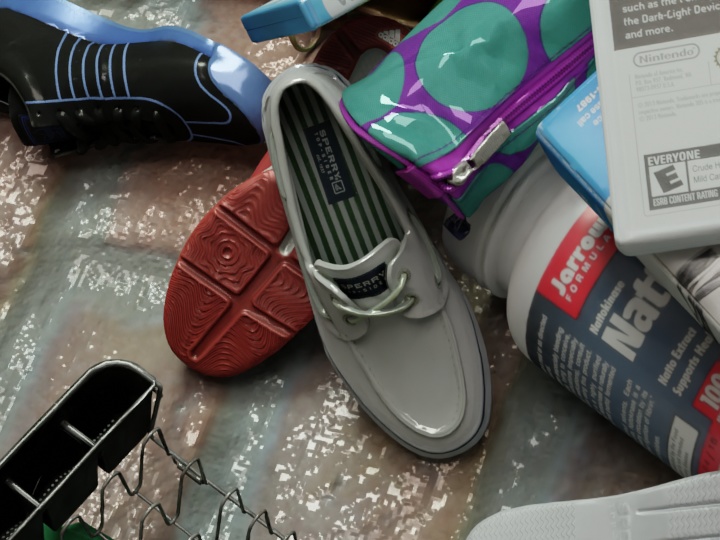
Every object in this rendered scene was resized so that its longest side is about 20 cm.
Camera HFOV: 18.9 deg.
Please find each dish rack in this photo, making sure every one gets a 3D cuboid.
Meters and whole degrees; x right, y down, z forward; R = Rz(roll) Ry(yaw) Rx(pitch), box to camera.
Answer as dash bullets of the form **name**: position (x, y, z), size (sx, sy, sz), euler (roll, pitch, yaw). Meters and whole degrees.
- **dish rack**: position (-0.084, 0.153, 0.953), size (0.199, 0.055, 0.154), euler (35, 67, 16)

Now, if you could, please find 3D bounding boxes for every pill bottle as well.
- **pill bottle**: position (0.138, 0.013, 1.011), size (0.200, 0.120, 0.120), euler (37, 70, 29)

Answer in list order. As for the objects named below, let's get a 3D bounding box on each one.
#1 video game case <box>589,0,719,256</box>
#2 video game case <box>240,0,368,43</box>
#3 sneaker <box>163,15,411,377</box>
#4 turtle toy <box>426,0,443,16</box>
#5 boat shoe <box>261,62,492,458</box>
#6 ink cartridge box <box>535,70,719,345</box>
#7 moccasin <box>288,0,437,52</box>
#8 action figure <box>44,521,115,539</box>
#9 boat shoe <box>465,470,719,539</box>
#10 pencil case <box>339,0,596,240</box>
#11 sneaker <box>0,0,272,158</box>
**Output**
- **video game case**: position (0.189, -0.108, 0.851), size (0.198, 0.023, 0.184), euler (-8, 73, 14)
- **video game case**: position (0.042, -0.169, 1.076), size (0.199, 0.143, 0.018), euler (-30, 100, -11)
- **sneaker**: position (-0.023, -0.037, 1.111), size (0.078, 0.116, 0.201), euler (37, 99, 2)
- **turtle toy**: position (0.121, -0.130, 1.086), size (0.198, 0.102, 0.145), euler (-4, 7, -27)
- **boat shoe**: position (0.000, 0.000, 1.019), size (0.073, 0.067, 0.201), euler (-27, 92, 8)
- **ink cartridge box**: position (0.193, -0.027, 0.885), size (0.146, 0.086, 0.200), euler (-42, 71, 2)
- **moccasin**: position (-0.009, -0.164, 1.186), size (0.200, 0.074, 0.078), euler (17, 53, 9)
- **action figure**: position (-0.136, 0.161, 1.004), size (0.198, 0.055, 0.119), euler (11, 58, 9)
- **boat shoe**: position (0.143, 0.128, 0.944), size (0.198, 0.071, 0.073), euler (-2, 70, 26)
- **pencil case**: position (0.089, -0.110, 0.971), size (0.200, 0.085, 0.093), euler (-41, 36, 7)
- **sneaker**: position (-0.134, -0.091, 1.161), size (0.199, 0.070, 0.078), euler (18, 65, 30)
